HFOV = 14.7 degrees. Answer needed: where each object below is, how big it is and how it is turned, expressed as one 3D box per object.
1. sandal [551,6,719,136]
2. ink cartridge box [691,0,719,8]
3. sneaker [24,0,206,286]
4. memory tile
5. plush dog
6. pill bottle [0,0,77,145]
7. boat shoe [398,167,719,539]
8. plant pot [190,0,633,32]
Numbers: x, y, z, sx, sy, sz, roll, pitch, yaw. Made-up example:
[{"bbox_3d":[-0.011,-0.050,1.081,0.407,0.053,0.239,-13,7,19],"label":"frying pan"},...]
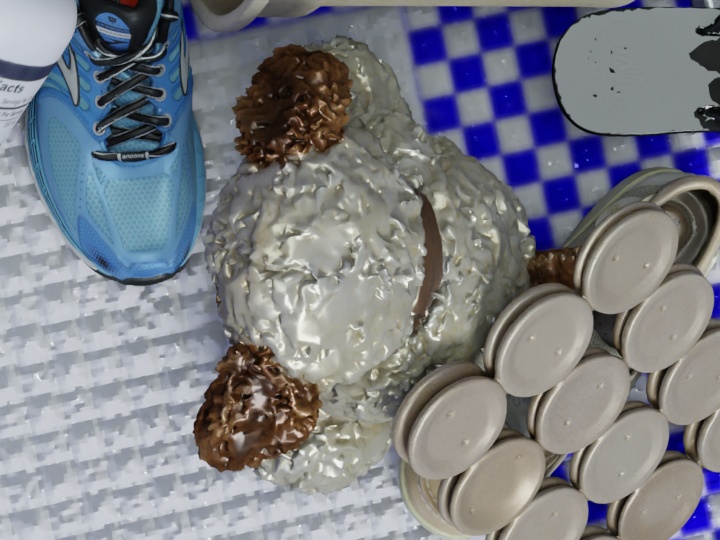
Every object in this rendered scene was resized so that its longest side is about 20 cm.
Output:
[{"bbox_3d":[0.184,-0.090,1.213,0.199,0.045,0.075,-6,88,-6],"label":"sandal"},{"bbox_3d":[0.222,-0.151,1.266,0.160,0.047,0.201,-20,89,-6],"label":"ink cartridge box"},{"bbox_3d":[-0.109,-0.092,1.194,0.078,0.090,0.201,-9,93,-7],"label":"sneaker"},{"bbox_3d":[0.101,0.065,1.198,0.153,0.017,0.200,-44,141,-5],"label":"memory tile"},{"bbox_3d":[0.000,0.000,1.148,0.160,0.172,0.201,5,91,32],"label":"plush dog"},{"bbox_3d":[-0.186,-0.094,1.142,0.111,0.111,0.200,34,109,-7],"label":"pill bottle"},{"bbox_3d":[0.091,0.035,1.235,0.072,0.065,0.200,42,85,-6],"label":"boat shoe"},{"bbox_3d":[0.037,-0.188,1.177,0.183,0.200,0.201,7,90,-19],"label":"plant pot"}]
